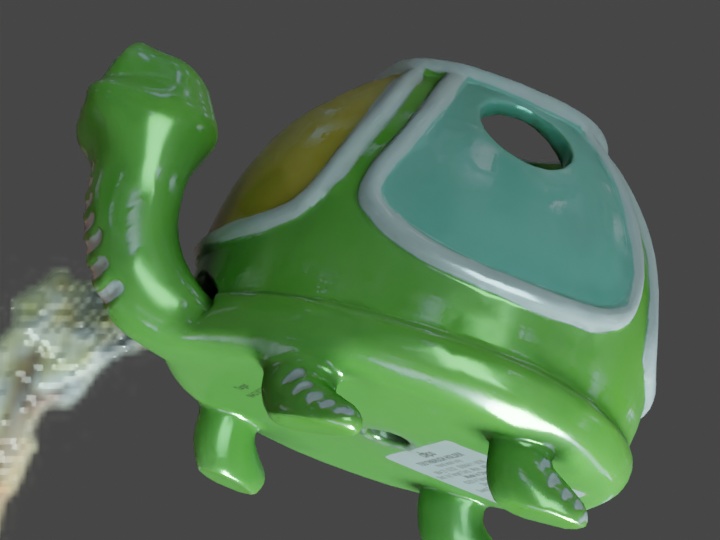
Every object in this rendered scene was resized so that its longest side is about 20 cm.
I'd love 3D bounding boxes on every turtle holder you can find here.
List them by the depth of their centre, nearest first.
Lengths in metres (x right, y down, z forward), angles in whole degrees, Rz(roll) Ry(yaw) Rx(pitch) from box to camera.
[{"bbox_3d":[0.004,0.005,0.855,0.185,0.141,0.132,14,72,11],"label":"turtle holder"}]
